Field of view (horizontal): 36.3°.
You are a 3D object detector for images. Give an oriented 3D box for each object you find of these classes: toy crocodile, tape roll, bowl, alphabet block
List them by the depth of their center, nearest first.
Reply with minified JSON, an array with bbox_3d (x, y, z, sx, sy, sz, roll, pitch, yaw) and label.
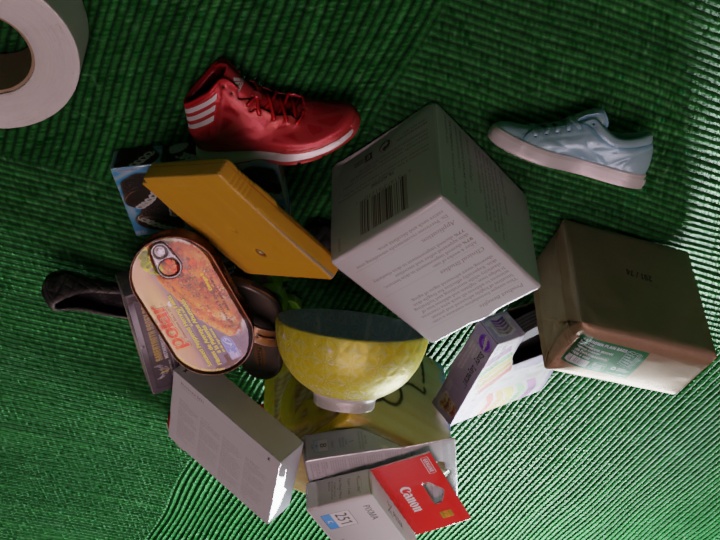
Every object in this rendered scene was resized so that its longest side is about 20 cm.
[{"bbox_3d":[-0.392,-0.248,1.158,0.201,0.071,0.203,-2,138,-2],"label":"tape roll"},{"bbox_3d":[-0.015,0.120,1.401,0.199,0.200,0.108,5,98,-8],"label":"bowl"},{"bbox_3d":[-0.121,0.041,1.486,0.061,0.068,0.200,-2,138,10],"label":"toy crocodile"},{"bbox_3d":[-0.006,0.213,1.588,0.200,0.196,0.196,31,126,-30],"label":"alphabet block"}]

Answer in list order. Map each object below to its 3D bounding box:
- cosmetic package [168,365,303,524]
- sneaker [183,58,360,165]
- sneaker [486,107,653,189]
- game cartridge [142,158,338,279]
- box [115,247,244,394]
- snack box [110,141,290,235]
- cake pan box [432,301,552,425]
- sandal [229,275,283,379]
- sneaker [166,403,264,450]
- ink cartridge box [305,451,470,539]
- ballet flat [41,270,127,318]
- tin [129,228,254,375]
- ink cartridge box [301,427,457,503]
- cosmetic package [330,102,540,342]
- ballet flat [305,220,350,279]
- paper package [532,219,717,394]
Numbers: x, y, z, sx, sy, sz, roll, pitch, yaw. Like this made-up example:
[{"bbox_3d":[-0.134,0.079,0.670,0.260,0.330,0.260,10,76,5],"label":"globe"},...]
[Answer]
[{"bbox_3d":[-0.172,0.227,1.481,0.200,0.052,0.151,37,142,21],"label":"cosmetic package"},{"bbox_3d":[-0.106,-0.182,1.239,0.199,0.079,0.116,-11,138,7],"label":"sneaker"},{"bbox_3d":[0.251,-0.160,1.299,0.199,0.074,0.082,13,106,-10],"label":"sneaker"},{"bbox_3d":[-0.142,-0.060,1.283,0.176,0.033,0.200,4,147,48],"label":"game cartridge"},{"bbox_3d":[-0.228,0.062,1.472,0.158,0.048,0.201,-20,137,-15],"label":"box"},{"bbox_3d":[-0.192,-0.104,1.348,0.199,0.037,0.116,-6,137,4],"label":"snack box"},{"bbox_3d":[0.213,0.119,1.540,0.184,0.052,0.200,-16,146,-35],"label":"cake pan box"},{"bbox_3d":[-0.144,0.085,1.447,0.081,0.055,0.200,6,136,8],"label":"sandal"},{"bbox_3d":[-0.203,0.231,1.687,0.199,0.077,0.085,-10,132,8],"label":"sneaker"},{"bbox_3d":[0.043,0.331,1.486,0.175,0.045,0.200,-17,137,13],"label":"ink cartridge box"},{"bbox_3d":[-0.329,0.046,1.470,0.199,0.057,0.067,11,132,-32],"label":"ballet flat"},{"bbox_3d":[-0.208,0.040,1.365,0.112,0.042,0.201,-25,114,4],"label":"tin"},{"bbox_3d":[0.029,0.269,1.485,0.199,0.047,0.160,-9,137,-1],"label":"ink cartridge box"},{"bbox_3d":[0.087,-0.053,1.322,0.167,0.167,0.200,-30,130,27],"label":"cosmetic package"},{"bbox_3d":[0.000,0.000,1.455,0.200,0.057,0.066,28,130,-29],"label":"ballet flat"},{"bbox_3d":[0.337,0.049,1.425,0.199,0.191,0.104,14,135,-15],"label":"paper package"}]
